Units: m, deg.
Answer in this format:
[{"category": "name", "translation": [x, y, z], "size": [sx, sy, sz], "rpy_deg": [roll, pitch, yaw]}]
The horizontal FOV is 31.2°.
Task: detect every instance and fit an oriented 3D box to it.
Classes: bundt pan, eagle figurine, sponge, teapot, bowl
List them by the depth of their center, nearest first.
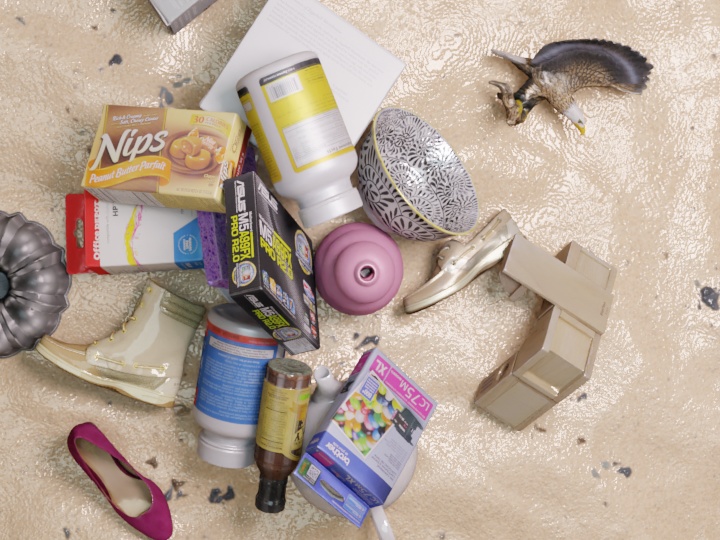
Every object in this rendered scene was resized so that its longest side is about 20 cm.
[{"category": "sponge", "translation": [-0.170, -0.074, 1.687], "size": [0.030, 0.111, 0.203], "rpy_deg": [-18, 73, 30]}, {"category": "bundt pan", "translation": [-0.488, 0.019, 1.708], "size": [0.199, 0.076, 0.205], "rpy_deg": [0, 92, -4]}, {"category": "bowl", "translation": [0.059, -0.110, 1.716], "size": [0.094, 0.201, 0.201], "rpy_deg": [-36, 96, 32]}, {"category": "teapot", "translation": [-0.008, 0.248, 1.719], "size": [0.198, 0.146, 0.199], "rpy_deg": [23, 90, -6]}, {"category": "eagle figurine", "translation": [0.284, -0.256, 1.730], "size": [0.199, 0.153, 0.151], "rpy_deg": [-30, 131, 13]}]

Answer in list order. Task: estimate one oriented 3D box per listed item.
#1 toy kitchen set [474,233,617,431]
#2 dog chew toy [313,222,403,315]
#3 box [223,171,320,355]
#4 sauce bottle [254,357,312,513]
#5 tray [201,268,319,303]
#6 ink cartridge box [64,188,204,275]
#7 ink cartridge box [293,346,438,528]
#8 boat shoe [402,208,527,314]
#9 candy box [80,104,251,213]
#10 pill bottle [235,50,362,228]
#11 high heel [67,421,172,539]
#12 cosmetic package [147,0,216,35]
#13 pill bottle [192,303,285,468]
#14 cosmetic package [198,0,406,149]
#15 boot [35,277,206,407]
[{"category": "toy kitchen set", "translation": [0.223, 0.068, 1.768], "size": [0.162, 0.181, 0.201], "rpy_deg": [32, 50, -9]}, {"category": "dog chew toy", "translation": [0.000, 0.000, 1.683], "size": [0.123, 0.200, 0.126], "rpy_deg": [0, 92, -4]}, {"category": "box", "translation": [-0.109, -0.005, 1.613], "size": [0.044, 0.200, 0.162], "rpy_deg": [-13, 61, 15]}, {"category": "sauce bottle", "translation": [-0.105, 0.216, 1.672], "size": [0.064, 0.065, 0.203], "rpy_deg": [8, 107, -5]}, {"category": "tray", "translation": [-0.157, -0.013, 1.759], "size": [0.107, 0.022, 0.201], "rpy_deg": [-39, 94, -3]}, {"category": "ink cartridge box", "translation": [-0.301, -0.059, 1.707], "size": [0.197, 0.067, 0.118], "rpy_deg": [-4, 82, 2]}, {"category": "ink cartridge box", "translation": [0.009, 0.211, 1.638], "size": [0.119, 0.042, 0.201], "rpy_deg": [42, 58, -14]}, {"category": "boat shoe", "translation": [0.133, -0.011, 1.761], "size": [0.199, 0.072, 0.065], "rpy_deg": [-34, 89, -8]}, {"category": "candy box", "translation": [-0.246, -0.143, 1.632], "size": [0.198, 0.055, 0.117], "rpy_deg": [6, 72, 23]}, {"category": "pill bottle", "translation": [-0.070, -0.160, 1.595], "size": [0.111, 0.112, 0.202], "rpy_deg": [-22, 94, -3]}, {"category": "high heel", "translation": [-0.323, 0.290, 1.719], "size": [0.067, 0.096, 0.200], "rpy_deg": [-42, 94, -2]}, {"category": "cosmetic package", "translation": [-0.198, -0.410, 1.701], "size": [0.199, 0.107, 0.091], "rpy_deg": [-36, 94, -1]}, {"category": "pill bottle", "translation": [-0.164, 0.154, 1.713], "size": [0.111, 0.112, 0.203], "rpy_deg": [10, 102, -5]}, {"category": "cosmetic package", "translation": [-0.077, -0.242, 1.707], "size": [0.198, 0.123, 0.201], "rpy_deg": [34, 91, -5]}, {"category": "boot", "translation": [-0.319, 0.081, 1.724], "size": [0.198, 0.073, 0.157], "rpy_deg": [21, 91, -7]}]
